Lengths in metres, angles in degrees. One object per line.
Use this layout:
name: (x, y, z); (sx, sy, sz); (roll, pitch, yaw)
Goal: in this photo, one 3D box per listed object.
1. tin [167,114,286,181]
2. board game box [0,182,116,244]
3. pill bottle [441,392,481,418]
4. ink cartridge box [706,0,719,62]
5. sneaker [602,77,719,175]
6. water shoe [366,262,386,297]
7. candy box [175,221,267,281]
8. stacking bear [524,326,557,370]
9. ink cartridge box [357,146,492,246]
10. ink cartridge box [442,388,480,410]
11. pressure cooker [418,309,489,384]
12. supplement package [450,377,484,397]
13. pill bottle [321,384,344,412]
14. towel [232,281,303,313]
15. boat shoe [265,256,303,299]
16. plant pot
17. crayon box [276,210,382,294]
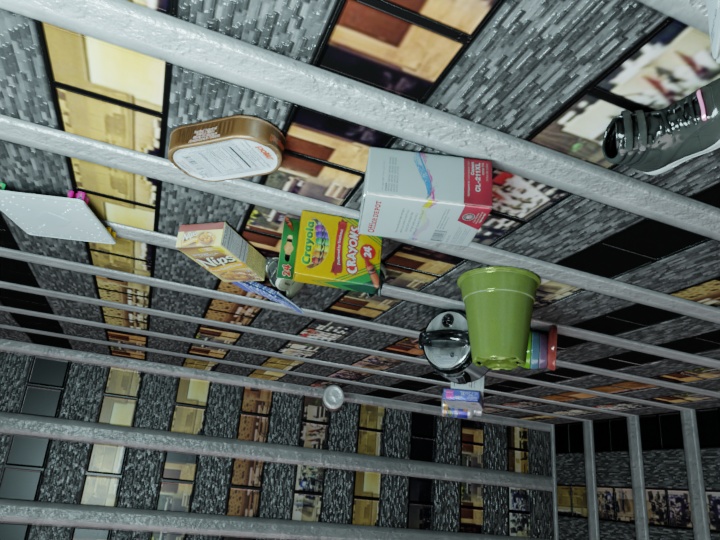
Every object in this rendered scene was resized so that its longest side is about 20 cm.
tin: (-0.206, -0.183, 0.874); (0.193, 0.044, 0.112); (-4, 161, 23)
board game box: (-0.626, -0.115, 1.162); (0.192, 0.027, 0.201); (7, 158, -2)
pill bottle: (0.490, 0.657, 2.756); (0.192, 0.116, 0.113); (1, 159, 11)
ink cartridge box: (0.388, -0.261, 0.436); (0.193, 0.086, 0.146); (-4, 158, 23)
sneaker: (0.375, -0.177, 0.692); (0.095, 0.074, 0.200); (4, 164, -11)
water shoe: (0.000, 0.000, 1.230); (0.069, 0.082, 0.198); (-9, 155, 32)
candy box: (-0.298, -0.036, 1.243); (0.111, 0.057, 0.200); (-2, 158, 18)
stacking bear: (0.473, 0.227, 1.670); (0.192, 0.118, 0.122); (3, 160, 18)
ink cartridge box: (0.097, -0.114, 0.906); (0.192, 0.086, 0.146); (6, 160, -3)
ink cartridge box: (0.331, 0.414, 1.825); (0.115, 0.044, 0.200); (1, 161, 18)
pressure cooker: (0.262, 0.204, 1.564); (0.176, 0.180, 0.199); (-44, 142, 11)
supplement package: (0.364, 0.339, 1.905); (0.106, 0.162, 0.201); (3, 159, 13)
pill bottle: (-0.143, 0.663, 2.920); (0.112, 0.121, 0.201); (6, 159, -3)
towel: (-0.249, 0.055, 1.418); (0.195, 0.025, 0.145); (21, 168, 28)
boat shoe: (-0.179, 0.017, 1.367); (0.067, 0.072, 0.200); (38, 173, 14)
plant pot: (0.318, 0.119, 1.301); (0.192, 0.197, 0.201); (4, 159, 1)
crayon box: (-0.057, -0.036, 1.082); (0.192, 0.132, 0.051); (8, 160, -10)
